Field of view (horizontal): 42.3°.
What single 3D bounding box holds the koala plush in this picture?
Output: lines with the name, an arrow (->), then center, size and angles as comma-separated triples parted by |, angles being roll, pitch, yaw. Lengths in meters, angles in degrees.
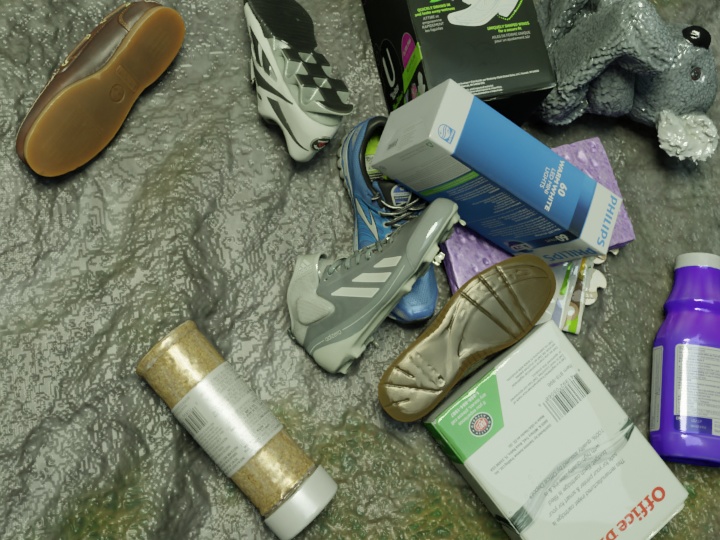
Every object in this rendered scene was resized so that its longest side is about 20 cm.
koala plush -> 0.276, -0.206, 0.934 | 0.197, 0.184, 0.180 | 17, 51, -23

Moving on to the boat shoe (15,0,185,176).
boat shoe -> -0.246, -0.171, 0.861 | 0.070, 0.071, 0.201 | 24, 65, 35

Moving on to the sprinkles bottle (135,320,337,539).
sprinkles bottle -> -0.107, 0.138, 0.810 | 0.068, 0.068, 0.200 | -41, 88, -17

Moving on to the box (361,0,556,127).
box -> 0.084, -0.231, 0.892 | 0.122, 0.149, 0.204 | -10, 80, -12

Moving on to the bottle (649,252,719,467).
bottle -> 0.329, 0.086, 0.912 | 0.082, 0.065, 0.204 | 9, 75, -10

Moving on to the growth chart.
growth chart -> 0.175, 0.000, 0.926 | 0.143, 0.018, 0.202 | 28, 73, -4

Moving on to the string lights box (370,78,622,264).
string lights box -> 0.119, -0.076, 0.812 | 0.198, 0.102, 0.060 | 29, 71, -22

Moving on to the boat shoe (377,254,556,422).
boat shoe -> 0.093, 0.059, 0.858 | 0.199, 0.065, 0.074 | -37, 89, -7

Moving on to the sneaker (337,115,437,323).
sneaker -> 0.028, -0.049, 0.870 | 0.077, 0.089, 0.204 | -15, 83, -14

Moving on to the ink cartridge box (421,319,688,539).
ink cartridge box -> 0.173, 0.170, 0.844 | 0.146, 0.083, 0.201 | -37, 86, -9

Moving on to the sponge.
sponge -> 0.165, -0.055, 0.914 | 0.197, 0.030, 0.114 | -15, 80, -16

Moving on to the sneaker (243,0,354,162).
sneaker -> -0.079, -0.191, 0.893 | 0.073, 0.089, 0.202 | 3, 50, -35

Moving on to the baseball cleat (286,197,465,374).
baseball cleat -> 0.000, 0.000, 0.820 | 0.106, 0.070, 0.201 | 38, 111, 5
